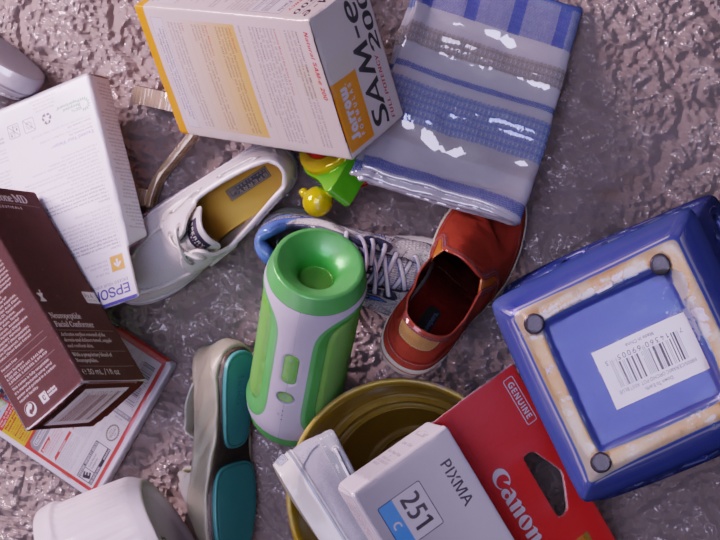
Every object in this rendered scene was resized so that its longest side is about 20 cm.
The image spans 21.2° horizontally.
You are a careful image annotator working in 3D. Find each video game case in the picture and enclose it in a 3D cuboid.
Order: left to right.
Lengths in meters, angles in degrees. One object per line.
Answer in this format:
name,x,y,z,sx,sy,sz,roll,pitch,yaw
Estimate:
video game case,-0.279,0.091,1.714,0.199,0.017,0.143,32,99,11

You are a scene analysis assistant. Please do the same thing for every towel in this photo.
towel,0.089,-0.145,1.575,0.146,0.024,0.201,17,77,4

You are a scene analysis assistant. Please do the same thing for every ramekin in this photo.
ramekin,-0.183,0.266,1.610,0.094,0.202,0.203,-30,84,2

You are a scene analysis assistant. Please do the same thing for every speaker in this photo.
speaker,-0.045,0.057,1.568,0.088,0.089,0.201,26,141,12

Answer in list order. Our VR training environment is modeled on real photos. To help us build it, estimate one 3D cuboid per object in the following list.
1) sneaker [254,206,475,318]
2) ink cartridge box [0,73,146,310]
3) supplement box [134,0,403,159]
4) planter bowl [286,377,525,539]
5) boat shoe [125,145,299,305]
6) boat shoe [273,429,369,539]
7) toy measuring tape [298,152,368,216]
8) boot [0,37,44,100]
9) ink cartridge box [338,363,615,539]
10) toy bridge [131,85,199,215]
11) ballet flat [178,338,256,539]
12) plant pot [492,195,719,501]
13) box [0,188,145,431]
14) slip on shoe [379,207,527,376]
sneaker,0.000,0.000,1.607,0.199,0.085,0.078,13,95,11
ink cartridge box,-0.283,-0.045,1.673,0.195,0.043,0.201,-18,81,24
supplement box,-0.074,-0.171,1.555,0.199,0.073,0.127,12,132,40
planter bowl,0.045,0.184,1.601,0.199,0.083,0.202,1,94,14
boat shoe,-0.137,-0.036,1.642,0.199,0.070,0.071,-34,100,11
boat shoe,0.012,0.217,1.531,0.071,0.070,0.201,-35,95,-6
toy measuring tape,0.002,-0.135,1.622,0.073,0.074,0.201,28,81,11
boot,-0.372,-0.174,1.706,0.199,0.073,0.096,31,105,23
ink cartridge box,0.106,0.203,1.508,0.176,0.045,0.201,-34,101,-14
toy bridge,-0.165,-0.146,1.674,0.067,0.027,0.201,13,96,12
ballet flat,-0.125,0.158,1.661,0.069,0.069,0.201,4,91,14
plant pot,0.224,0.064,1.506,0.199,0.180,0.201,-25,85,13
box,-0.271,0.030,1.587,0.075,0.100,0.200,-40,73,18
slip on shoe,0.083,-0.001,1.557,0.074,0.061,0.200,34,58,2
